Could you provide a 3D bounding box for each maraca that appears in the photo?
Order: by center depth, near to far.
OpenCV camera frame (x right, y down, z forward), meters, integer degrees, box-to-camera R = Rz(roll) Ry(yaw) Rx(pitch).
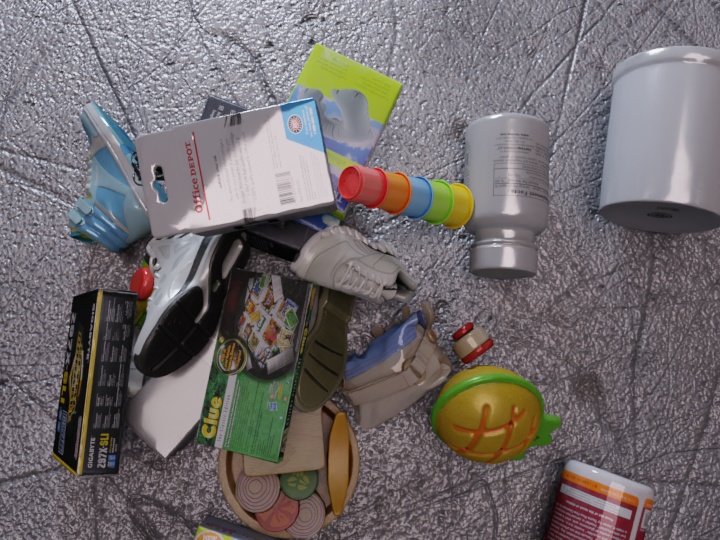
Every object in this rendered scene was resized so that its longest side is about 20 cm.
[{"bbox_3d":[0.170,0.188,0.797,0.136,0.108,0.199,-35,129,23],"label":"maraca"}]

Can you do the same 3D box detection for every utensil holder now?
[{"bbox_3d":[0.416,-0.167,0.862,0.167,0.170,0.203,11,84,-3],"label":"utensil holder"}]

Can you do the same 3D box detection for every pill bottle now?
[{"bbox_3d":[0.287,0.353,0.800,0.112,0.113,0.203,20,80,-2],"label":"pill bottle"},{"bbox_3d":[0.194,-0.095,0.855,0.112,0.114,0.203,4,81,-4],"label":"pill bottle"}]

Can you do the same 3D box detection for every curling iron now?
[{"bbox_3d":[-0.181,-0.090,0.757,0.198,0.026,0.050,23,44,-5],"label":"curling iron"}]

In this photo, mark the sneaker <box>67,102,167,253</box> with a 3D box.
[{"bbox_3d":[-0.344,-0.113,0.833,0.130,0.080,0.201,-35,76,1],"label":"sneaker"}]

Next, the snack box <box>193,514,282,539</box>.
[{"bbox_3d":[-0.149,0.428,0.775,0.166,0.068,0.203,18,79,-1],"label":"snack box"}]

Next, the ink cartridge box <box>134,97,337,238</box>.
[{"bbox_3d":[-0.132,-0.106,0.701,0.197,0.067,0.118,-11,90,0],"label":"ink cartridge box"}]

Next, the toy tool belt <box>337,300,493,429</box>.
[{"bbox_3d":[0.054,0.099,0.808,0.199,0.125,0.124,-37,80,11],"label":"toy tool belt"}]

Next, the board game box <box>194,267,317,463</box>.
[{"bbox_3d":[-0.118,0.105,0.725,0.103,0.023,0.203,11,85,11],"label":"board game box"}]

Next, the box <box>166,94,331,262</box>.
[{"bbox_3d":[-0.125,-0.110,0.834,0.198,0.107,0.150,21,80,-1],"label":"box"}]

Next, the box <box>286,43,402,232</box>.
[{"bbox_3d":[-0.043,-0.157,0.771,0.121,0.048,0.202,24,80,-1],"label":"box"}]

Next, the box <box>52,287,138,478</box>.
[{"bbox_3d":[-0.317,0.128,0.757,0.049,0.159,0.203,9,80,-31],"label":"box"}]

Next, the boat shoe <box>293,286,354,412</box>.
[{"bbox_3d":[-0.060,0.088,0.804,0.075,0.068,0.202,44,45,-32],"label":"boat shoe"}]

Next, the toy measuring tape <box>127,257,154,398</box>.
[{"bbox_3d":[-0.260,0.060,0.811,0.072,0.074,0.203,6,76,-4],"label":"toy measuring tape"}]

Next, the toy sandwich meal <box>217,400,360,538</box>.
[{"bbox_3d":[-0.089,0.236,0.805,0.202,0.070,0.209,1,82,-5],"label":"toy sandwich meal"}]

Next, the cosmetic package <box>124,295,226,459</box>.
[{"bbox_3d":[-0.192,0.128,0.795,0.090,0.107,0.200,44,79,3],"label":"cosmetic package"}]

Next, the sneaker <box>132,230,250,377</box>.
[{"bbox_3d":[-0.221,0.027,0.751,0.114,0.076,0.202,10,58,31],"label":"sneaker"}]

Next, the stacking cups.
[{"bbox_3d":[0.059,-0.087,0.770,0.198,0.060,0.061,2,79,-47],"label":"stacking cups"}]

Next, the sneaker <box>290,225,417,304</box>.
[{"bbox_3d":[0.000,0.000,0.776,0.081,0.199,0.076,50,116,31],"label":"sneaker"}]
